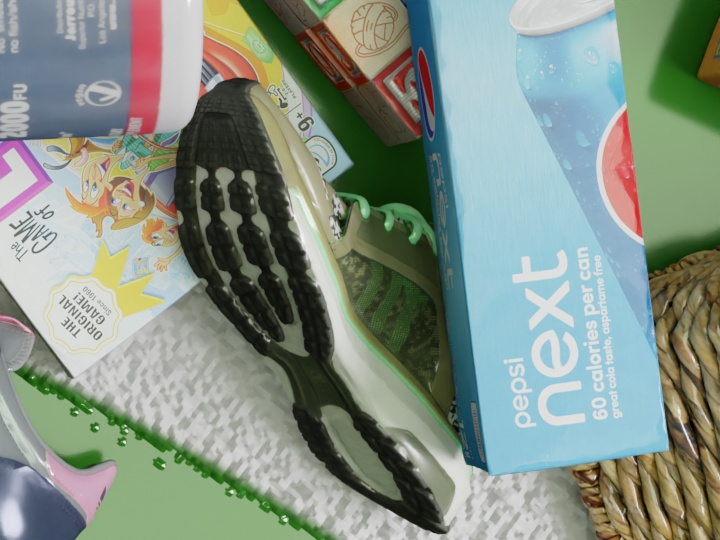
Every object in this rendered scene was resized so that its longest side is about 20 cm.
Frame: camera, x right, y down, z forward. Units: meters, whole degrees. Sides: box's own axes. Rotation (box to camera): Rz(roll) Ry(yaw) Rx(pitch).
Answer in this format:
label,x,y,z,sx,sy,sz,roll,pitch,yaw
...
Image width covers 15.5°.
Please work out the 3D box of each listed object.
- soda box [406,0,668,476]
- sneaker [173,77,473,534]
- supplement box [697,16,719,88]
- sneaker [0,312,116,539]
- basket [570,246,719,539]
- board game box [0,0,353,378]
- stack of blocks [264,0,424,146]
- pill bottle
label,x,y,z,sx,sy,sz,roll,pitch,yaw
soda box,0.060,-0.032,0.944,0.067,0.064,0.202,-7,90,-6
sneaker,0.000,0.000,0.982,0.089,0.077,0.201,-47,128,-28
supplement box,0.236,-0.062,1.042,0.199,0.067,0.069,27,87,-9
sneaker,-0.168,0.026,0.970,0.082,0.070,0.201,-37,100,-25
basket,0.186,0.081,1.026,0.142,0.148,0.201,-25,95,-43
board game box,-0.114,-0.080,0.990,0.134,0.034,0.201,-38,96,-9
stack of blocks,0.052,-0.156,1.010,0.200,0.059,0.115,-42,97,-8
pill bottle,-0.158,-0.101,0.903,0.198,0.120,0.121,-4,90,-10
